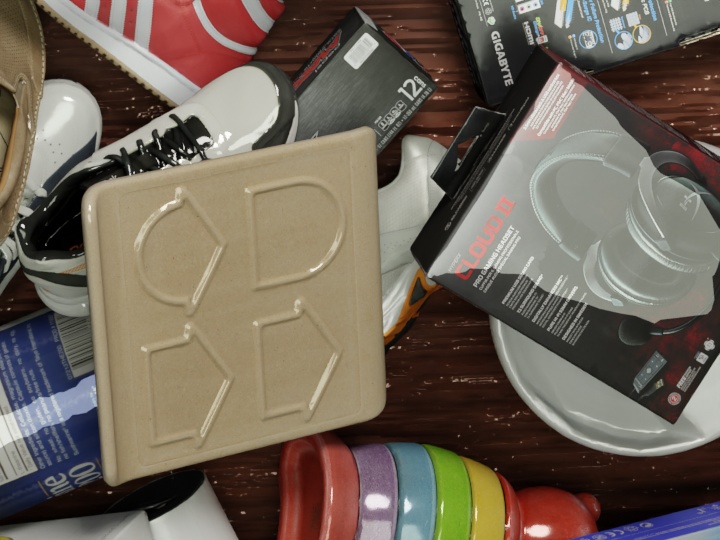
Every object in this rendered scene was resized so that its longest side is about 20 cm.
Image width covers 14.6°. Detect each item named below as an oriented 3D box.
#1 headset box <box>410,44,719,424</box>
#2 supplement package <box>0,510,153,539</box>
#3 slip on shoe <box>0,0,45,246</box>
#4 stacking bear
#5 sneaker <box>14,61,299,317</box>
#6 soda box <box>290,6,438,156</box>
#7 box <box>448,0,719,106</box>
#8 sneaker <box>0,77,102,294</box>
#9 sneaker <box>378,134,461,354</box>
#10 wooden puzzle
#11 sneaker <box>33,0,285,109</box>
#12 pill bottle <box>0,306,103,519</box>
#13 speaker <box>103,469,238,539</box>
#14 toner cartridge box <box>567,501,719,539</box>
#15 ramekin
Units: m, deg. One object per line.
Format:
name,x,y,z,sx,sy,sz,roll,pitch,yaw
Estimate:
headset box,0.137,-0.027,1.657,0.200,0.077,0.149,31,98,-13
supplement package,-0.229,0.250,1.705,0.199,0.152,0.151,-8,105,22
slip on shoe,-0.224,-0.106,1.654,0.076,0.061,0.201,11,61,-12
stacking bear,0.055,0.166,1.773,0.199,0.114,0.122,9,78,-18
sneaker,-0.120,-0.052,1.659,0.200,0.080,0.074,-42,65,-1
soda box,-0.043,-0.065,1.728,0.063,0.071,0.200,41,96,-14
box,0.140,-0.225,1.724,0.198,0.050,0.201,-19,103,-2
sneaker,-0.227,-0.025,1.689,0.199,0.130,0.080,-43,104,4
sneaker,0.000,0.000,1.758,0.200,0.076,0.092,-46,81,9
wooden puzzle,-0.076,0.017,1.655,0.199,0.046,0.186,-15,115,-29
sneaker,-0.135,-0.186,1.683,0.200,0.071,0.113,36,99,-29
pill bottle,-0.213,0.090,1.726,0.199,0.111,0.111,-22,104,-1
speaker,-0.092,0.229,1.786,0.081,0.081,0.201,-26,104,0
toner cartridge box,0.209,0.205,1.786,0.199,0.043,0.095,-11,105,-32
ramekin,0.174,0.009,1.757,0.201,0.094,0.203,-1,103,-6
